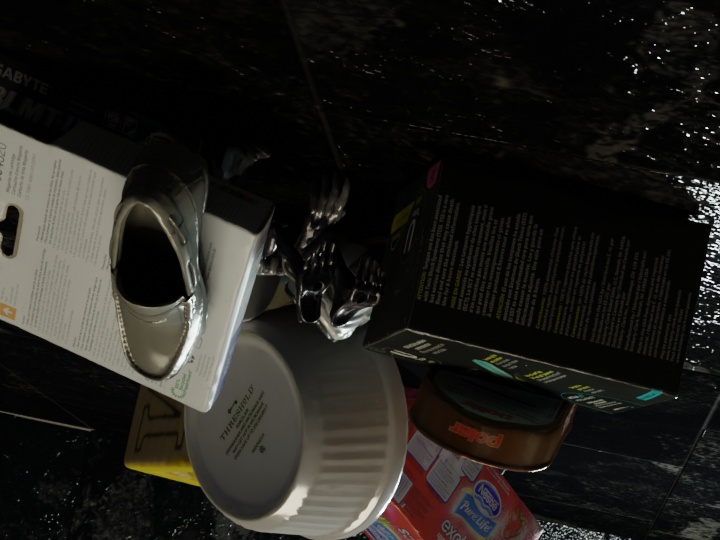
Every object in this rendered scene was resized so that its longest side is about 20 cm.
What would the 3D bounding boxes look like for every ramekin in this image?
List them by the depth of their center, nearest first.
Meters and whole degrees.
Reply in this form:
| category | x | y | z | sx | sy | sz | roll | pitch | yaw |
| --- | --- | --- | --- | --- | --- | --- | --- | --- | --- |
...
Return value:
| category | x | y | z | sx | sy | sz | roll | pitch | yaw |
| --- | --- | --- | --- | --- | --- | --- | --- | --- | --- |
| ramekin | -0.061 | 0.124 | 1.697 | 0.094 | 0.203 | 0.202 | -2 | -179 | -43 |

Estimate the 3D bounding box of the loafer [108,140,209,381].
| category | x | y | z | sx | sy | sz | roll | pitch | yaw |
| --- | --- | --- | --- | --- | --- | --- | --- | --- | --- |
| loafer | -0.139 | 0.004 | 1.380 | 0.070 | 0.070 | 0.200 | 17 | 134 | 12 |

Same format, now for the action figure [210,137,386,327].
| category | x | y | z | sx | sy | sz | roll | pitch | yaw |
| --- | --- | --- | --- | --- | --- | --- | --- | --- | --- |
| action figure | -0.061 | -0.038 | 1.509 | 0.119 | 0.102 | 0.200 | 12 | -162 | -43 |

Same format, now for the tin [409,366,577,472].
| category | x | y | z | sx | sy | sz | roll | pitch | yaw |
| --- | --- | --- | --- | --- | --- | --- | --- | --- | --- |
| tin | 0.103 | 0.097 | 1.562 | 0.112 | 0.042 | 0.200 | 17 | -164 | 10 |

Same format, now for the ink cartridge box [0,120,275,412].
| category | x | y | z | sx | sy | sz | roll | pitch | yaw |
| --- | --- | --- | --- | --- | --- | --- | --- | --- | --- |
| ink cartridge box | -0.173 | -0.010 | 1.463 | 0.200 | 0.043 | 0.197 | 25 | 136 | 5 |

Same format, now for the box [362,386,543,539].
| category | x | y | z | sx | sy | sz | roll | pitch | yaw |
| --- | --- | --- | --- | --- | --- | --- | --- | --- | --- |
| box | 0.058 | 0.197 | 1.792 | 0.095 | 0.100 | 0.200 | 9 | 146 | 47 |

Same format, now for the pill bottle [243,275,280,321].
| category | x | y | z | sx | sy | sz | roll | pitch | yaw |
| --- | --- | --- | --- | --- | --- | --- | --- | --- | --- |
| pill bottle | -0.169 | -0.008 | 1.712 | 0.200 | 0.114 | 0.113 | 2 | 165 | 41 |

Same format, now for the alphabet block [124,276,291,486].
| category | x | y | z | sx | sy | sz | roll | pitch | yaw |
| --- | --- | --- | --- | --- | --- | --- | --- | --- | --- |
| alphabet block | -0.091 | 0.114 | 2.000 | 0.195 | 0.200 | 0.196 | 18 | 167 | -25 |

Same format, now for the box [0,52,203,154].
| category | x | y | z | sx | sy | sz | roll | pitch | yaw |
| --- | --- | --- | --- | --- | --- | --- | --- | --- | --- |
| box | -0.250 | -0.102 | 1.509 | 0.200 | 0.050 | 0.198 | 21 | 165 | -35 |

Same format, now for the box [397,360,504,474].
| category | x | y | z | sx | sy | sz | roll | pitch | yaw |
| --- | --- | --- | --- | --- | --- | --- | --- | --- | --- |
| box | 0.062 | 0.092 | 1.814 | 0.200 | 0.079 | 0.141 | 34 | 153 | 5 |

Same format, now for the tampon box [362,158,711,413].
| category | x | y | z | sx | sy | sz | roll | pitch | yaw |
| --- | --- | --- | --- | --- | --- | --- | --- | --- | --- |
| tampon box | 0.122 | 0.013 | 1.475 | 0.200 | 0.126 | 0.150 | 15 | 170 | -10 |

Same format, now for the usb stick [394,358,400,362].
| category | x | y | z | sx | sy | sz | roll | pitch | yaw |
| --- | --- | --- | --- | --- | --- | --- | --- | --- | --- |
| usb stick | 0.012 | 0.058 | 1.708 | 0.033 | 0.056 | 0.200 | -3 | 150 | -43 |

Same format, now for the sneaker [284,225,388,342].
| category | x | y | z | sx | sy | sz | roll | pitch | yaw |
| --- | --- | --- | --- | --- | --- | --- | --- | --- | --- |
| sneaker | 0.000 | 0.000 | 1.622 | 0.074 | 0.079 | 0.200 | 48 | -169 | -4 |
